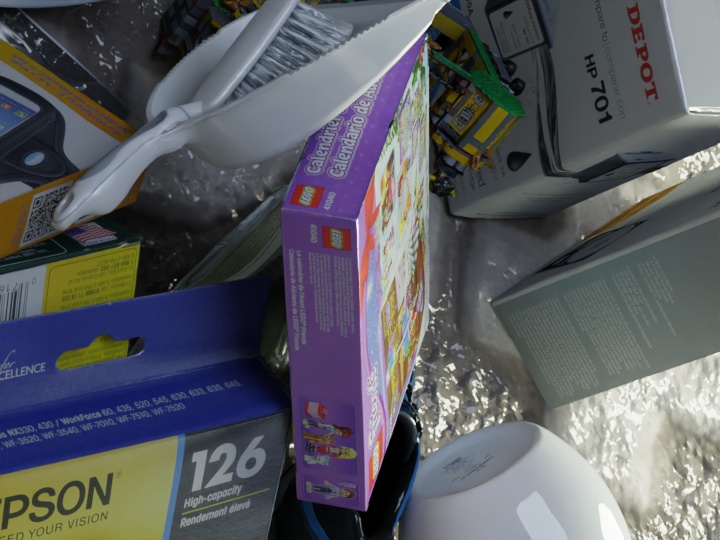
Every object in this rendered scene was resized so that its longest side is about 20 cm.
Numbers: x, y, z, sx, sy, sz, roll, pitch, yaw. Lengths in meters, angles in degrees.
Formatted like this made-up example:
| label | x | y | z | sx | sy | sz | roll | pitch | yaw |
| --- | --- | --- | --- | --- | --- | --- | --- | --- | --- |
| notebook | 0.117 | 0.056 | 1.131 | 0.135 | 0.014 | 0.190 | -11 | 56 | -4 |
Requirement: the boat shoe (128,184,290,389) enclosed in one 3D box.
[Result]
| label | x | y | z | sx | sy | sz | roll | pitch | yaw |
| --- | --- | --- | --- | --- | --- | --- | --- | --- | --- |
| boat shoe | -0.065 | 0.020 | 1.377 | 0.202 | 0.065 | 0.074 | -50 | 126 | -31 |

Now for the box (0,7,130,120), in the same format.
| label | x | y | z | sx | sy | sz | roll | pitch | yaw |
| --- | --- | --- | --- | --- | --- | --- | --- | --- | --- |
| box | -0.224 | -0.055 | 1.282 | 0.158 | 0.048 | 0.200 | 43 | 54 | -19 |

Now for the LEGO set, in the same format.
| label | x | y | z | sx | sy | sz | roll | pitch | yaw |
| --- | --- | --- | --- | --- | --- | --- | --- | --- | --- |
| LEGO set | -0.020 | -0.104 | 1.399 | 0.200 | 0.116 | 0.154 | 26 | 24 | -34 |

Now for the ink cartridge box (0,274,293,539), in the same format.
| label | x | y | z | sx | sy | sz | roll | pitch | yaw |
| --- | --- | --- | --- | --- | --- | --- | --- | --- | --- |
| ink cartridge box | -0.122 | 0.112 | 1.232 | 0.198 | 0.047 | 0.200 | -11 | 125 | -39 |

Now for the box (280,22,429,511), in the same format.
| label | x | y | z | sx | sy | sz | roll | pitch | yaw |
| --- | --- | --- | --- | --- | --- | --- | --- | --- | --- |
| box | 0.000 | 0.000 | 1.270 | 0.039 | 0.200 | 0.137 | 9 | 45 | 11 |

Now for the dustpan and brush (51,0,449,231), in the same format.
| label | x | y | z | sx | sy | sz | roll | pitch | yaw |
| --- | --- | --- | --- | --- | --- | --- | --- | --- | --- |
| dustpan and brush | -0.065 | -0.076 | 1.198 | 0.057 | 0.140 | 0.200 | 50 | 63 | -27 |

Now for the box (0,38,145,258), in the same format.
| label | x | y | z | sx | sy | sz | roll | pitch | yaw |
| --- | --- | --- | --- | --- | --- | --- | --- | --- | --- |
| box | -0.200 | -0.049 | 1.177 | 0.119 | 0.042 | 0.200 | 34 | 31 | 21 |

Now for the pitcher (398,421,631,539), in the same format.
| label | x | y | z | sx | sy | sz | roll | pitch | yaw |
| --- | --- | --- | --- | --- | --- | --- | --- | --- | --- |
| pitcher | 0.081 | 0.199 | 1.394 | 0.172 | 0.121 | 0.200 | -35 | 109 | -32 |

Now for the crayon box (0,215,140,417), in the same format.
| label | x | y | z | sx | sy | sz | roll | pitch | yaw |
| --- | --- | --- | --- | --- | --- | --- | --- | --- | --- |
| crayon box | -0.176 | 0.076 | 1.227 | 0.127 | 0.051 | 0.200 | -14 | 123 | -40 |

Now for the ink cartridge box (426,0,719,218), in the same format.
| label | x | y | z | sx | sy | sz | roll | pitch | yaw |
| --- | --- | --- | --- | --- | --- | --- | --- | --- | --- |
| ink cartridge box | 0.129 | -0.126 | 1.477 | 0.086 | 0.200 | 0.147 | -3 | 76 | -38 |

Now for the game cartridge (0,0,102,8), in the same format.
| label | x | y | z | sx | sy | sz | roll | pitch | yaw |
| --- | --- | --- | --- | --- | --- | --- | --- | --- | --- |
| game cartridge | -0.152 | -0.194 | 1.282 | 0.200 | 0.040 | 0.133 | -6 | 119 | -46 |

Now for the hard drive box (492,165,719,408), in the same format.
| label | x | y | z | sx | sy | sz | roll | pitch | yaw |
| --- | --- | --- | --- | --- | --- | --- | --- | --- | --- |
| hard drive box | 0.200 | -0.007 | 1.492 | 0.156 | 0.200 | 0.077 | -32 | 96 | -40 |

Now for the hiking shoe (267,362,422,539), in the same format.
| label | x | y | z | sx | sy | sz | roll | pitch | yaw |
| --- | --- | --- | --- | --- | --- | --- | --- | --- | --- |
| hiking shoe | 0.008 | 0.077 | 1.390 | 0.074 | 0.087 | 0.200 | 26 | 61 | -28 |
